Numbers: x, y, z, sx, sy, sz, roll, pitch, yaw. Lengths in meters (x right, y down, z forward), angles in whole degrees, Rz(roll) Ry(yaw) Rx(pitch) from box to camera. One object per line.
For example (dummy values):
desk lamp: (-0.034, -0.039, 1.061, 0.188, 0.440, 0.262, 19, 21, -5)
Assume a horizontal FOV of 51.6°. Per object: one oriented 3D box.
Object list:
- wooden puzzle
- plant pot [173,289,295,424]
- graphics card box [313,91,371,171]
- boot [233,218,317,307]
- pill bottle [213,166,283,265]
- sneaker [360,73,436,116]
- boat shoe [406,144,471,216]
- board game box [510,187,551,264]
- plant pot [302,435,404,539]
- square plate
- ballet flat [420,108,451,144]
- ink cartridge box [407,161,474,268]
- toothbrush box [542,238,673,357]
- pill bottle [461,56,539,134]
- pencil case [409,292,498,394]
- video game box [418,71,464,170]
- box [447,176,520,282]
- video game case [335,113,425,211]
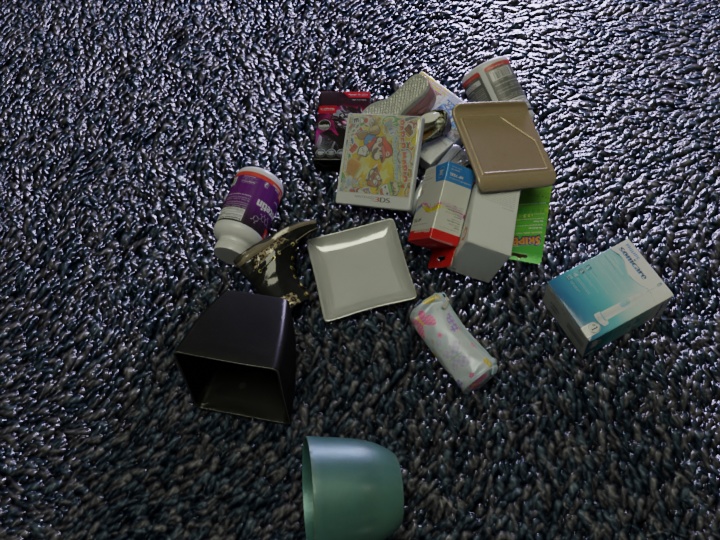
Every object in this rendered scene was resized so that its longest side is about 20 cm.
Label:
wooden puzzle: (0.292, -0.255, 1.532, 0.182, 0.037, 0.203, -7, 68, -20)
plant pot: (-0.217, 0.153, 1.425, 0.196, 0.201, 0.179, 8, 52, 9)
graphics card box: (-0.041, -0.325, 1.730, 0.123, 0.051, 0.203, 2, 64, 5)
boot: (-0.147, -0.006, 1.542, 0.199, 0.073, 0.152, -30, 90, -30)
pill bottle: (-0.245, -0.115, 1.604, 0.111, 0.113, 0.202, 12, 65, 11)
sneaker: (0.087, -0.354, 1.679, 0.199, 0.104, 0.076, -34, 71, 18)
boat shoe: (0.180, -0.190, 1.626, 0.066, 0.074, 0.201, 34, 75, 13)
board game box: (0.351, -0.104, 1.594, 0.094, 0.030, 0.202, 9, 61, 11)
plant pot: (-0.013, 0.384, 1.283, 0.158, 0.201, 0.203, -2, 61, -9)
square plate: (0.000, 0.000, 1.570, 0.197, 0.029, 0.200, -14, 62, -2)
ballet flat: (0.112, -0.301, 1.646, 0.199, 0.072, 0.072, -31, 64, -7)
ink cartridge box: (0.161, -0.111, 1.529, 0.066, 0.116, 0.203, 17, 83, -18)
toothbrush box: (0.484, 0.053, 1.467, 0.198, 0.086, 0.147, -28, 63, -9)
pill bottle: (0.314, -0.358, 1.650, 0.115, 0.116, 0.202, -24, 88, -8)
pencil case: (0.181, 0.140, 1.450, 0.090, 0.083, 0.201, -39, 65, 9)
video game box: (0.152, -0.347, 1.727, 0.182, 0.047, 0.200, -43, 67, -13)
box: (0.255, -0.100, 1.528, 0.096, 0.125, 0.202, 18, 61, -5)
video game case: (0.041, -0.237, 1.617, 0.180, 0.023, 0.203, 8, 88, 25)
